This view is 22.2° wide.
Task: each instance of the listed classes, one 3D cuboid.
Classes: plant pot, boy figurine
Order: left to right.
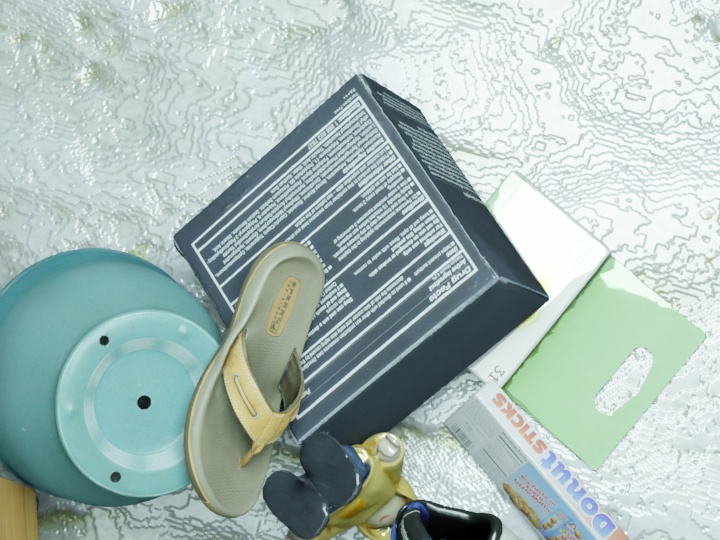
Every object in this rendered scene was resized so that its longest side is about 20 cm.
[{"bbox_3d":[-0.180,0.088,1.381,0.198,0.188,0.202,-1,94,-22],"label":"plant pot"},{"bbox_3d":[-0.011,0.173,1.386,0.124,0.200,0.064,-44,69,3],"label":"boy figurine"}]

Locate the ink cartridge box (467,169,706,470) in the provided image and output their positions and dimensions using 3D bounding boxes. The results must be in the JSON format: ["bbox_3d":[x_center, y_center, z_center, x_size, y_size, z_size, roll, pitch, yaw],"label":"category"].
[{"bbox_3d":[0.152,0.040,1.445,0.200,0.048,0.146,40,94,9],"label":"ink cartridge box"}]

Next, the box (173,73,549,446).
[{"bbox_3d":[0.000,0.000,1.393,0.200,0.123,0.199,-39,66,15],"label":"box"}]

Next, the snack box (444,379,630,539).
[{"bbox_3d":[0.148,0.178,1.430,0.024,0.072,0.200,-37,83,-30],"label":"snack box"}]

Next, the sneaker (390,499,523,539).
[{"bbox_3d":[0.041,0.233,1.405,0.198,0.081,0.115,-28,126,17],"label":"sneaker"}]

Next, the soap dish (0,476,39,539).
[{"bbox_3d":[-0.319,0.259,1.461,0.156,0.081,0.202,-5,87,42],"label":"soap dish"}]

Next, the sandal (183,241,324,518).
[{"bbox_3d":[-0.067,0.078,1.298,0.054,0.080,0.202,16,85,48],"label":"sandal"}]
